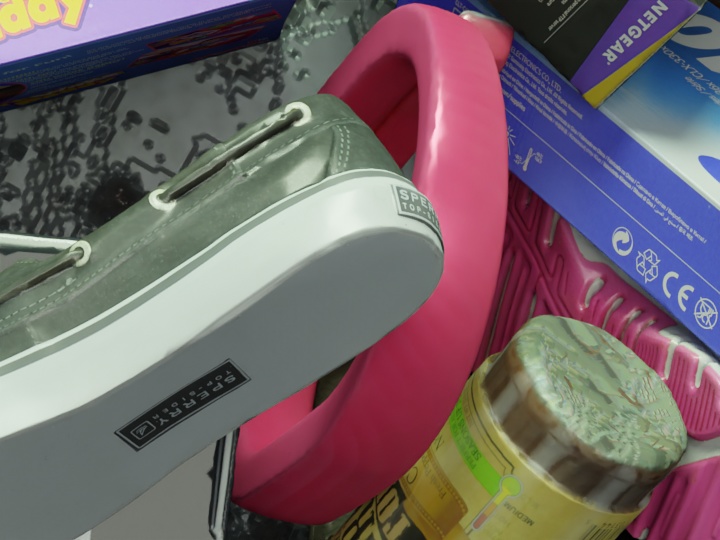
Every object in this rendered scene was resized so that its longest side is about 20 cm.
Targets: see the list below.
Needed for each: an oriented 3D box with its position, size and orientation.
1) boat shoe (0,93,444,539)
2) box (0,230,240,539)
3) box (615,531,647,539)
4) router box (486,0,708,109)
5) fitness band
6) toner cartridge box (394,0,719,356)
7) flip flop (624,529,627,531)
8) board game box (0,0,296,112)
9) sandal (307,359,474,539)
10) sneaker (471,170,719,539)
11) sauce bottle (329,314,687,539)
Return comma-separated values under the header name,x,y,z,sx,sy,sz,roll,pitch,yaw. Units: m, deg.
name,x,y,z,sx,sy,sz,roll,pitch,yaw
boat shoe,-0.074,0.023,0.666,0.200,0.069,0.057,-29,57,1
box,-0.104,0.091,0.787,0.123,0.197,0.201,6,88,-4
box,0.126,0.192,0.803,0.147,0.104,0.201,4,111,-19
router box,0.066,-0.159,0.819,0.157,0.200,0.052,44,127,-3
fitness band,0.000,0.000,0.784,0.037,0.200,0.144,17,68,-13
toner cartridge box,0.103,-0.039,0.810,0.095,0.200,0.043,-12,132,-37
flip flop,0.111,0.125,0.875,0.081,0.058,0.201,30,101,28
board game box,-0.122,-0.077,0.823,0.199,0.134,0.045,-15,90,-6
sandal,0.017,0.114,0.856,0.081,0.055,0.201,-6,88,19
sneaker,0.099,0.021,0.834,0.088,0.200,0.082,-1,127,-30
sauce bottle,0.016,0.101,0.785,0.065,0.065,0.200,37,117,-3
